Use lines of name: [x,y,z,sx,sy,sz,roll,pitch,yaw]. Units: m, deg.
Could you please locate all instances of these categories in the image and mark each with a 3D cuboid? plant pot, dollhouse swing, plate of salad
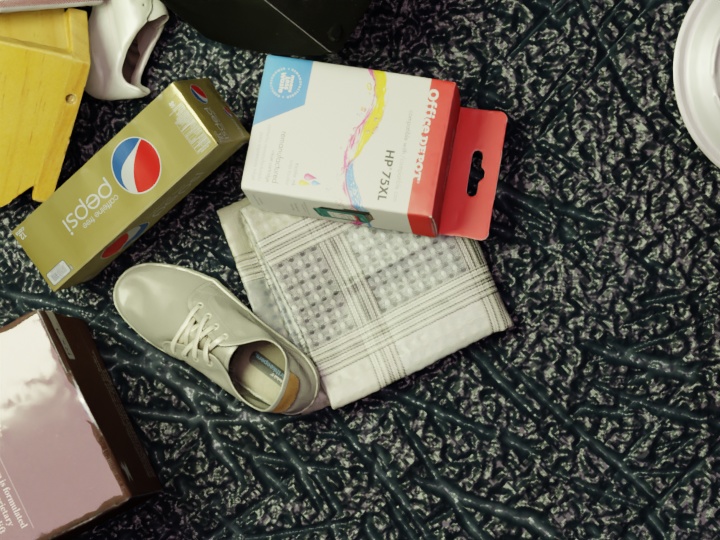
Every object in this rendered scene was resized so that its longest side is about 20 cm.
plant pot: [-0.073,-0.282,1.592,0.177,0.200,0.201,32,88,44]
dollhouse swing: [-0.342,-0.182,1.671,0.198,0.176,0.183,9,115,-24]
plate of salad: [0.352,-0.164,1.666,0.198,0.048,0.202,0,94,-3]

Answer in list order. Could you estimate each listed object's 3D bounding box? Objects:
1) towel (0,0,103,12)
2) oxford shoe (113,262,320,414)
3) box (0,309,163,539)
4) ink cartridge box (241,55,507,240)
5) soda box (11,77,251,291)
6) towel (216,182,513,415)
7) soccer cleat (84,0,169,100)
towel: [-0.311,-0.278,1.656,0.201,0.145,0.030,55,134,25]
oxford shoe: [-0.122,0.054,1.667,0.199,0.058,0.076,32,103,17]
box: [-0.290,0.151,1.629,0.199,0.164,0.167,-26,84,1]
ink cartridge box: [0.013,-0.098,1.650,0.198,0.067,0.117,8,78,8]
soda box: [-0.186,-0.070,1.652,0.200,0.068,0.064,-39,84,22]
towel: [0.000,0.000,1.685,0.198,0.035,0.194,-24,85,2]
soccer cleat: [-0.189,-0.240,1.693,0.077,0.069,0.202,12,94,25]
